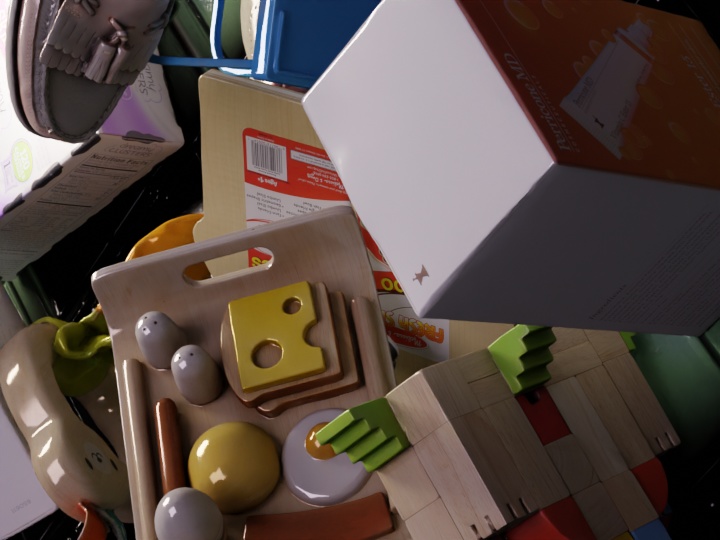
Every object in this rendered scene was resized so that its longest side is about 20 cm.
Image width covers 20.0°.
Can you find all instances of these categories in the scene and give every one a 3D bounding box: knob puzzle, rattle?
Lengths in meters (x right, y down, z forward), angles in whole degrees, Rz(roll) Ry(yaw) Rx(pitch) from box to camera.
[{"bbox_3d":[0.000,0.000,1.080,0.218,0.030,0.221,18,127,25],"label":"knob puzzle"},{"bbox_3d":[-0.113,0.079,1.098,0.142,0.131,0.200,-25,26,3],"label":"rattle"}]

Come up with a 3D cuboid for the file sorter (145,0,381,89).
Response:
[{"bbox_3d":[0.004,-0.153,1.017,0.122,0.199,0.140,10,93,49],"label":"file sorter"}]

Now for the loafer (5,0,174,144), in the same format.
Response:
[{"bbox_3d":[-0.111,-0.151,0.952,0.063,0.072,0.201,28,104,43],"label":"loafer"}]

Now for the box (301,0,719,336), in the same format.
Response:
[{"bbox_3d":[0.093,-0.051,0.910,0.098,0.199,0.125,-48,55,31],"label":"box"}]

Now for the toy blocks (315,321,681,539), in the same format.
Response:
[{"bbox_3d":[0.088,0.101,0.928,0.100,0.199,0.137,-39,75,37],"label":"toy blocks"}]

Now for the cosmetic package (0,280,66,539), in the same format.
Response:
[{"bbox_3d":[-0.260,0.069,1.205,0.122,0.200,0.200,-29,91,-1],"label":"cosmetic package"}]

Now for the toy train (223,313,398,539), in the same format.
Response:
[{"bbox_3d":[-0.047,0.099,1.029,0.056,0.042,0.201,20,65,36],"label":"toy train"}]

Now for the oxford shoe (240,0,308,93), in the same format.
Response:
[{"bbox_3d":[-0.029,-0.112,1.152,0.074,0.070,0.202,148,118,-67],"label":"oxford shoe"}]

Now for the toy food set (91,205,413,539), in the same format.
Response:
[{"bbox_3d":[-0.054,0.068,0.991,0.142,0.061,0.201,-15,57,6],"label":"toy food set"}]

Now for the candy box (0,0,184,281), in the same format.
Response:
[{"bbox_3d":[-0.216,-0.113,1.325,0.200,0.071,0.169,-34,64,39],"label":"candy box"}]
